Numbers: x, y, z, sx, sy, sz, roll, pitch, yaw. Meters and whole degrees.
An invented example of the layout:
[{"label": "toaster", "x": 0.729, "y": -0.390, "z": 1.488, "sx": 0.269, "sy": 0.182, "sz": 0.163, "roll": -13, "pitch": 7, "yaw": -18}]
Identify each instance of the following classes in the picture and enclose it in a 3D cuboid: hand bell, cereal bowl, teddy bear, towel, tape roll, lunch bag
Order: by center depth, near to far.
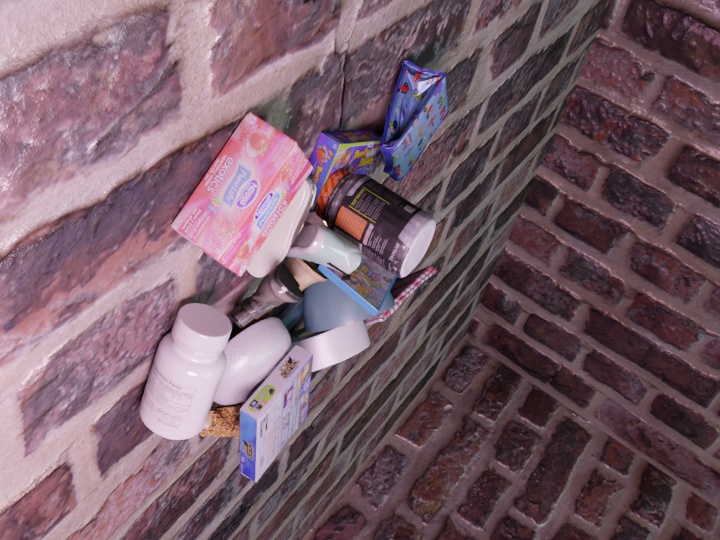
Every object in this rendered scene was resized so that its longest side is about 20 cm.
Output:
[{"label": "cereal bowl", "x": -0.206, "y": 0.187, "z": 1.522, "sx": 0.199, "sy": 0.084, "sz": 0.201, "roll": -39, "pitch": 165, "yaw": -12}, {"label": "hand bell", "x": -0.164, "y": 0.053, "z": 1.524, "sx": 0.200, "sy": 0.104, "sz": 0.104, "roll": -47, "pitch": 165, "yaw": 8}, {"label": "teddy bear", "x": -0.264, "y": 0.294, "z": 1.530, "sx": 0.200, "sy": 0.142, "sz": 0.069, "roll": 15, "pitch": 71, "yaw": -72}, {"label": "lunch bag", "x": 0.095, "y": -0.277, "z": 1.573, "sx": 0.151, "sy": 0.092, "sz": 0.204, "roll": 63, "pitch": 49, "yaw": -72}, {"label": "tape roll", "x": -0.081, "y": 0.157, "z": 1.731, "sx": 0.198, "sy": 0.072, "sz": 0.202, "roll": -20, "pitch": -174, "yaw": 2}, {"label": "towel", "x": 0.075, "y": 0.067, "z": 1.814, "sx": 0.199, "sy": 0.030, "sz": 0.146, "roll": -42, "pitch": -173, "yaw": -29}]

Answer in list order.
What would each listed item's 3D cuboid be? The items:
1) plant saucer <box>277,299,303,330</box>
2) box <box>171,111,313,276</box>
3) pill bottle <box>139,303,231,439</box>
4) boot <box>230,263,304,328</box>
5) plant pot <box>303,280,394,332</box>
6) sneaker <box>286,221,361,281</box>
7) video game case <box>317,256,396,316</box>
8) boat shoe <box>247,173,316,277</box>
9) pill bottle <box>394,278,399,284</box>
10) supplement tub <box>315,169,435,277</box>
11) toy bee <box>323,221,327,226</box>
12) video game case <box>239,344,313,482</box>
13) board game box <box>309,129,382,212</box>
[{"label": "plant saucer", "x": -0.182, "y": 0.131, "z": 1.688, "sx": 0.200, "sy": 0.019, "sz": 0.071, "roll": -48, "pitch": 161, "yaw": -33}, {"label": "box", "x": -0.168, "y": -0.109, "z": 1.161, "sx": 0.202, "sy": 0.094, "sz": 0.103, "roll": -56, "pitch": 163, "yaw": -6}, {"label": "pill bottle", "x": -0.278, "y": 0.160, "z": 1.288, "sx": 0.114, "sy": 0.113, "sz": 0.203, "roll": -27, "pitch": 146, "yaw": -59}, {"label": "boot", "x": -0.166, "y": 0.056, "z": 1.378, "sx": 0.130, "sy": 0.068, "sz": 0.200, "roll": -39, "pitch": -174, "yaw": -2}, {"label": "plant pot", "x": -0.038, "y": 0.034, "z": 1.682, "sx": 0.199, "sy": 0.196, "sz": 0.138, "roll": -24, "pitch": 99, "yaw": -62}, {"label": "sneaker", "x": -0.070, "y": -0.033, "z": 1.409, "sx": 0.075, "sy": 0.117, "sz": 0.200, "roll": -62, "pitch": -156, "yaw": -5}, {"label": "video game case", "x": 0.000, "y": 0.000, "z": 1.585, "sx": 0.018, "sy": 0.142, "sz": 0.200, "roll": -50, "pitch": -177, "yaw": 25}, {"label": "boat shoe", "x": -0.133, "y": -0.078, "z": 1.359, "sx": 0.204, "sy": 0.071, "sz": 0.060, "roll": -59, "pitch": 174, "yaw": 23}, {"label": "pill bottle", "x": 0.046, "y": 0.009, "z": 1.955, "sx": 0.201, "sy": 0.118, "sz": 0.121, "roll": -50, "pitch": 162, "yaw": -25}, {"label": "supplement tub", "x": 0.025, "y": -0.088, "z": 1.416, "sx": 0.123, "sy": 0.198, "sz": 0.123, "roll": -50, "pitch": 162, "yaw": -22}, {"label": "toy bee", "x": -0.017, "y": -0.088, "z": 1.554, "sx": 0.129, "sy": 0.202, "sz": 0.109, "roll": 21, "pitch": 123, "yaw": -36}, {"label": "video game case", "x": -0.160, "y": 0.271, "z": 1.513, "sx": 0.181, "sy": 0.045, "sz": 0.203, "roll": -47, "pitch": 156, "yaw": -41}, {"label": "board game box", "x": -0.036, "y": -0.189, "z": 1.490, "sx": 0.199, "sy": 0.044, "sz": 0.136, "roll": -24, "pitch": 143, "yaw": -62}]
